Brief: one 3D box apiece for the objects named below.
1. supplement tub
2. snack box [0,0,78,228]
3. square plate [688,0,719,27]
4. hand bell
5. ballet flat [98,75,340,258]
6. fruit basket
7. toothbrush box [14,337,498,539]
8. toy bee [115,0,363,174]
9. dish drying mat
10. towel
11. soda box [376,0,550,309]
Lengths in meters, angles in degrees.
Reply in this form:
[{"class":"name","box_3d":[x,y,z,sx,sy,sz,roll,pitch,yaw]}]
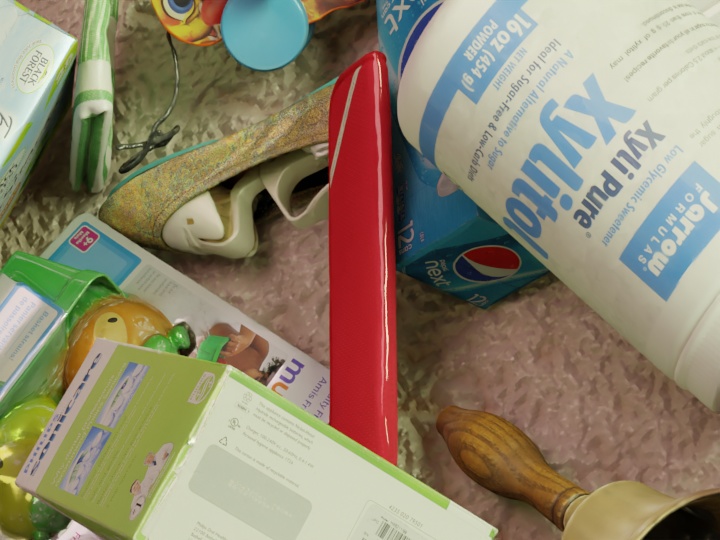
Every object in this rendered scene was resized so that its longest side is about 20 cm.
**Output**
[{"class":"supplement tub","box_3d":[0.125,-0.050,1.055,0.200,0.132,0.132,42,91,19]},{"class":"snack box","box_3d":[-0.221,-0.051,1.294,0.067,0.200,0.170,30,82,-3]},{"class":"square plate","box_3d":[0.191,-0.104,1.150,0.197,0.028,0.201,-30,51,16]},{"class":"hand bell","box_3d":[0.093,0.106,1.078,0.104,0.104,0.200,-52,36,-2]},{"class":"ballet flat","box_3d":[-0.051,-0.044,1.255,0.199,0.071,0.071,-25,53,19]},{"class":"fruit basket","box_3d":[-0.132,0.082,1.220,0.199,0.094,0.186,31,79,34]},{"class":"toothbrush box","box_3d":[-0.053,0.106,1.068,0.087,0.145,0.200,-61,19,-11]},{"class":"toy bee","box_3d":[-0.070,-0.154,1.285,0.199,0.109,0.131,-35,8,-13]},{"class":"dish drying mat","box_3d":[0.000,0.000,1.162,0.077,0.018,0.202,155,116,-70]},{"class":"towel","box_3d":[-0.139,-0.159,1.322,0.023,0.153,0.202,6,74,-5]},{"class":"soda box","box_3d":[0.054,-0.088,1.196,0.064,0.068,0.201,-32,49,39]}]
